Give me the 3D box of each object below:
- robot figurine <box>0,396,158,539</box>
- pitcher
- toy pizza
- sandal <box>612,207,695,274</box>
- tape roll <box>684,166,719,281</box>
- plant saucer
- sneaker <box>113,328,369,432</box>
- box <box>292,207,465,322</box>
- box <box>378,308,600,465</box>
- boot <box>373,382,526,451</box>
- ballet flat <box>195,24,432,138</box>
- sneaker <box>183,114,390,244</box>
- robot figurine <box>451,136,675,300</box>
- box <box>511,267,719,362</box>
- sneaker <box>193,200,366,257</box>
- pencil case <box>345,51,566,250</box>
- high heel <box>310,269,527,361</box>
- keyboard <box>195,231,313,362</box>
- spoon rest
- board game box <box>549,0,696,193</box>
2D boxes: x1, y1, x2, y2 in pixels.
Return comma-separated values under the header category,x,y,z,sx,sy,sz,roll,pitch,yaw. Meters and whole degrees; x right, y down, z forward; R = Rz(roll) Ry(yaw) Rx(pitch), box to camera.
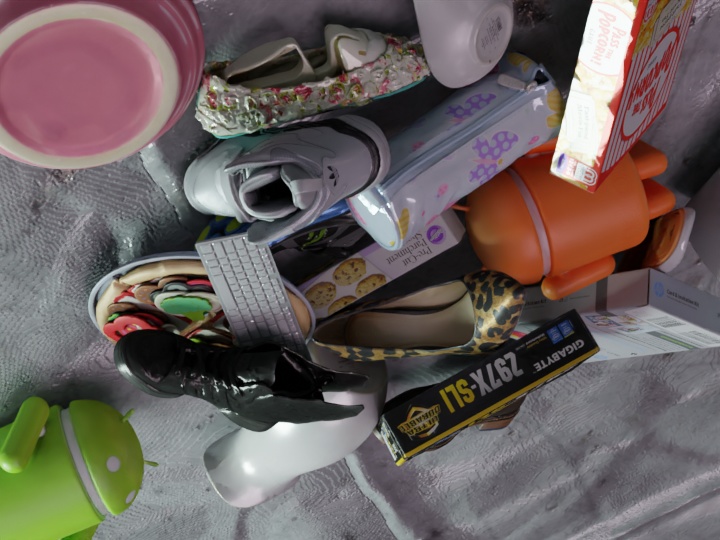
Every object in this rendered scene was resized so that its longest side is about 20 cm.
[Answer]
category,x,y,z,sx,sy,sz,roll,pitch,yaw
robot figurine,-0.291,0.191,1.404,0.200,0.116,0.176,-22,132,-5
pitcher,-0.041,0.137,1.489,0.172,0.121,0.200,-15,153,-45
toy pizza,-0.140,0.048,1.337,0.200,0.032,0.200,2,148,1
sandal,0.263,-0.028,1.457,0.059,0.079,0.207,20,165,-2
tape roll,0.428,-0.044,1.453,0.203,0.203,0.139,16,124,-37
plant saucer,-0.212,-0.148,1.127,0.200,0.051,0.201,-10,136,-10
sneaker,-0.101,0.086,1.297,0.200,0.060,0.104,27,144,-26
box,0.000,0.000,1.370,0.200,0.039,0.041,-29,99,22
box,0.113,0.110,1.395,0.200,0.049,0.160,-28,170,-5
boot,0.101,0.123,1.546,0.200,0.075,0.097,-10,146,-42
ballet flat,-0.036,-0.158,1.203,0.200,0.076,0.064,-19,129,-12
sneaker,-0.083,-0.069,1.192,0.200,0.075,0.115,-8,-164,36
robot figurine,0.181,-0.059,1.381,0.200,0.117,0.144,-21,151,-7
box,0.249,0.048,1.498,0.156,0.041,0.200,20,158,-39
sneaker,-0.047,-0.036,1.323,0.200,0.071,0.083,-21,133,-9
pencil case,0.078,-0.100,1.265,0.200,0.091,0.083,-36,98,-15
high heel,0.050,0.044,1.338,0.143,0.071,0.200,-4,169,-26
keyboard,-0.086,0.034,1.286,0.056,0.011,0.200,-15,139,2
spoon rest,0.073,-0.226,1.192,0.099,0.061,0.200,-50,147,-20
board game box,0.226,-0.185,1.261,0.152,0.046,0.200,-47,156,-39
